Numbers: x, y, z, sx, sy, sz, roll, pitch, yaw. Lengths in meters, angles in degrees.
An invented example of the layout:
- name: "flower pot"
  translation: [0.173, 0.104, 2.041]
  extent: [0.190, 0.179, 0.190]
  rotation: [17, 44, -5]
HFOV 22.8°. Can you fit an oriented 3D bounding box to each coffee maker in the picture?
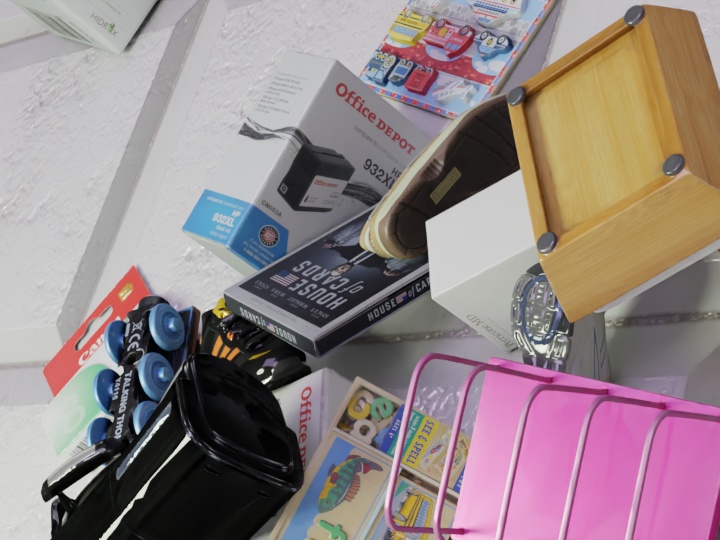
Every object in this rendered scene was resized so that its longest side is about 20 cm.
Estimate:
- name: "coffee maker"
  translation: [-0.139, 0.194, 1.401]
  extent: [0.200, 0.135, 0.192]
  rotation: [-49, 54, 24]

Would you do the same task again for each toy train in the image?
- name: "toy train"
  translation: [-0.187, 0.122, 1.663]
  extent: [0.087, 0.114, 0.200]
  rotation: [-19, 49, 30]

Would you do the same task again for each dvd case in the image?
- name: "dvd case"
  translation: [0.000, 0.000, 1.551]
  extent: [0.200, 0.025, 0.150]
  rotation: [-30, 30, -25]

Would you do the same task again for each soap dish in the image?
- name: "soap dish"
  translation: [0.186, -0.083, 1.278]
  extent: [0.157, 0.081, 0.200]
  rotation: [-32, 45, 28]

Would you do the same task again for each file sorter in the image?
- name: "file sorter"
  translation: [0.133, 0.140, 1.229]
  extent: [0.200, 0.125, 0.139]
  rotation: [11, 88, 35]

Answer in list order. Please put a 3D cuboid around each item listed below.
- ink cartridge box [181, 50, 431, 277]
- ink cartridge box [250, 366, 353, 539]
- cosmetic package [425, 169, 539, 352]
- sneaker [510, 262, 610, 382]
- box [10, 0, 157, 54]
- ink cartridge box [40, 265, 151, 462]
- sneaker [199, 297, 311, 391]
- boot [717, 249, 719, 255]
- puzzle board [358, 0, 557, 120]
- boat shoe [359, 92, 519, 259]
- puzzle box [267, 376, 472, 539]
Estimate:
- name: "ink cartridge box"
  translation: [-0.047, -0.080, 1.647]
  extent: [0.084, 0.145, 0.200]
  rotation: [18, 75, 52]
- name: "ink cartridge box"
  translation: [-0.077, 0.189, 1.517]
  extent: [0.200, 0.085, 0.146]
  rotation: [-25, 46, 30]
- name: "cosmetic package"
  translation: [0.161, -0.027, 1.414]
  extent: [0.200, 0.108, 0.085]
  rotation: [-31, 44, 29]
- name: "sneaker"
  translation: [0.156, 0.095, 1.353]
  extent: [0.074, 0.087, 0.200]
  rotation: [8, 86, 42]
- name: "box"
  translation: [-0.358, -0.397, 2.190]
  extent: [0.171, 0.200, 0.199]
  rotation: [-56, 36, -7]
- name: "ink cartridge box"
  translation: [-0.268, 0.090, 1.832]
  extent: [0.161, 0.050, 0.200]
  rotation: [-48, 39, 7]
- name: "sneaker"
  translation: [-0.106, 0.066, 1.580]
  extent: [0.070, 0.090, 0.200]
  rotation: [-22, 2, -18]
- name: "boot"
  translation: [0.325, -0.057, 1.264]
  extent: [0.200, 0.107, 0.075]
  rotation: [-19, 47, 35]
- name: "puzzle board"
  translation: [0.088, -0.223, 1.724]
  extent: [0.200, 0.017, 0.151]
  rotation: [26, 82, 52]
- name: "boat shoe"
  translation: [0.071, -0.086, 1.558]
  extent: [0.200, 0.072, 0.076]
  rotation: [-41, 18, -25]
- name: "puzzle box"
  translation: [0.008, 0.200, 1.390]
  extent: [0.200, 0.133, 0.025]
  rotation: [-62, -2, -11]
